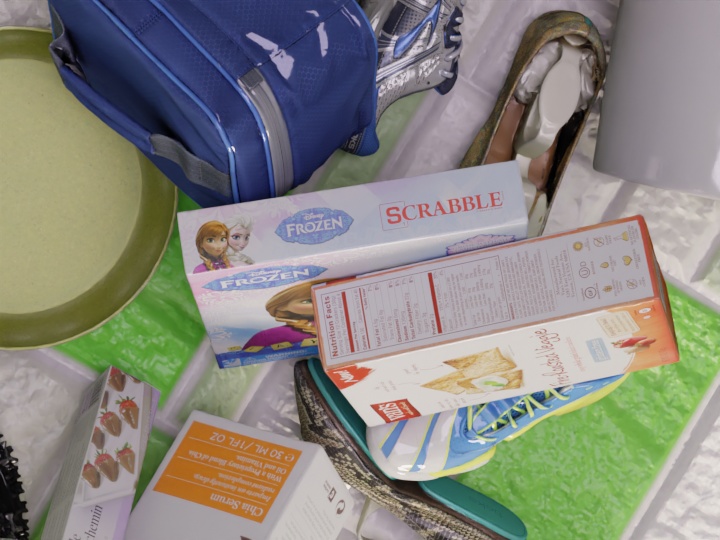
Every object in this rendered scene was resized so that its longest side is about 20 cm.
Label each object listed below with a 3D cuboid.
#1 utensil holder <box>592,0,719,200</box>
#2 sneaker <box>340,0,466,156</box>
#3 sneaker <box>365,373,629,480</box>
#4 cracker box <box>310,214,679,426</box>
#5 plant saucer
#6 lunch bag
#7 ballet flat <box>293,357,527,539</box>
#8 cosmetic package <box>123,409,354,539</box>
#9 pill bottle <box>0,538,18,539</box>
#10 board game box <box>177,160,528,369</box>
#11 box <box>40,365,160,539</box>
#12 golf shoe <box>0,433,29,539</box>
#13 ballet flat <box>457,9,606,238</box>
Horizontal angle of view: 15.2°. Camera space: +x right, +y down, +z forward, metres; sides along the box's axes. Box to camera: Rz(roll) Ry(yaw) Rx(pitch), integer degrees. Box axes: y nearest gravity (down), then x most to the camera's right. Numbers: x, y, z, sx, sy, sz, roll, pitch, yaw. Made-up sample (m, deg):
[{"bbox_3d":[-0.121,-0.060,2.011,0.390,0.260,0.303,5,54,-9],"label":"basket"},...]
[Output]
[{"bbox_3d":[0.240,-0.146,1.681,0.170,0.170,0.200,9,96,-13],"label":"utensil holder"},{"bbox_3d":[0.033,-0.157,1.690,0.085,0.077,0.200,37,98,-18],"label":"sneaker"},{"bbox_3d":[0.098,0.064,1.685,0.200,0.105,0.076,-26,80,-28],"label":"sneaker"},{"bbox_3d":[0.082,0.033,1.596,0.200,0.134,0.058,-12,71,9],"label":"cracker box"},{"bbox_3d":[-0.213,-0.051,1.665,0.200,0.031,0.200,-1,96,-13],"label":"plant saucer"},{"bbox_3d":[-0.101,-0.131,1.581,0.132,0.136,0.200,-39,65,-21],"label":"lunch bag"},{"bbox_3d":[0.016,0.141,1.724,0.200,0.068,0.075,39,108,-15],"label":"ballet flat"},{"bbox_3d":[-0.098,0.192,1.637,0.200,0.101,0.071,-61,146,-26],"label":"cosmetic package"},{"bbox_3d":[-0.298,0.215,1.616,0.200,0.113,0.113,1,97,6],"label":"pill bottle"},{"bbox_3d":[0.000,0.000,1.616,0.200,0.200,0.041,-9,72,1],"label":"board game box"},{"bbox_3d":[-0.164,0.146,1.627,0.039,0.200,0.041,29,133,-18],"label":"box"},{"bbox_3d":[-0.282,0.108,1.657,0.094,0.078,0.200,-29,105,16],"label":"golf shoe"},{"bbox_3d":[0.104,-0.071,1.713,0.071,0.071,0.200,21,92,-14],"label":"ballet flat"}]
